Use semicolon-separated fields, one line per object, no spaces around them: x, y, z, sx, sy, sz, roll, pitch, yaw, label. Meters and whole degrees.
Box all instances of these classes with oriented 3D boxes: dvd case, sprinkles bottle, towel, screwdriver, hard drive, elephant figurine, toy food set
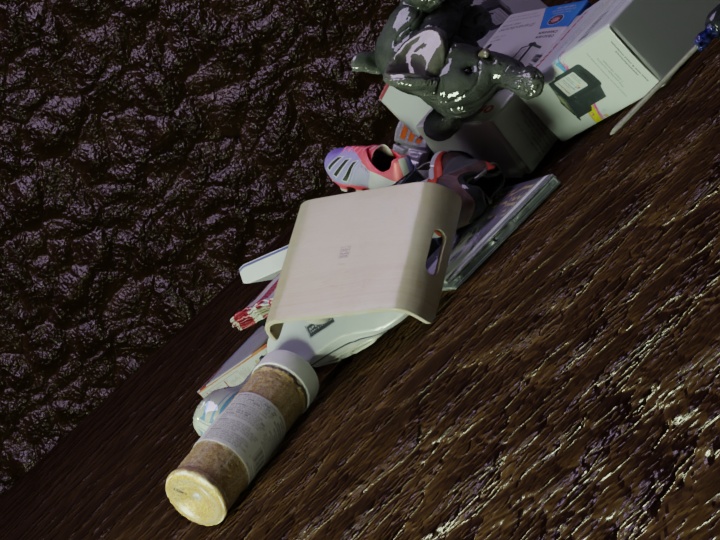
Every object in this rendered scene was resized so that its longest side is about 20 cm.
0.118;-0.035;1.510;0.149;0.016;0.200;-45;7;-9;dvd case
-0.113;0.161;1.463;0.068;0.068;0.200;-38;10;43;sprinkles bottle
-0.070;-0.001;1.657;0.144;0.023;0.200;-47;8;-24;towel
0.299;-0.192;1.362;0.200;0.028;0.029;-48;36;-13;screwdriver
-0.045;-0.023;1.910;0.132;0.025;0.200;-22;-7;32;hard drive
0.090;-0.210;1.581;0.200;0.141;0.155;-101;28;-47;elephant figurine
0.002;-0.004;1.463;0.199;0.060;0.144;-7;55;37;toy food set

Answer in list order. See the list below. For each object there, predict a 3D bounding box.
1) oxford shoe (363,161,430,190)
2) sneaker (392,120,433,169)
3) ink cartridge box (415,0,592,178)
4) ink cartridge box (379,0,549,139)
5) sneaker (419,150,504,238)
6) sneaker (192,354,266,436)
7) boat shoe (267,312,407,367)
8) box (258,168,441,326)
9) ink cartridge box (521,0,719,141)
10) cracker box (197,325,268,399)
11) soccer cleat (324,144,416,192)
0.036;-0.102;1.901;0.200;0.058;0.075;-17;11;-42;oxford shoe
0.075;-0.114;2.037;0.112;0.077;0.201;22;-87;-61;sneaker
0.179;-0.202;1.681;0.200;0.084;0.146;-50;26;-22;ink cartridge box
0.137;-0.264;1.849;0.200;0.083;0.145;-28;-24;-44;ink cartridge box
0.116;-0.083;1.555;0.082;0.077;0.200;-14;16;16;sneaker
-0.106;0.142;1.613;0.200;0.072;0.072;-33;-35;-58;sneaker
-0.005;0.050;1.534;0.200;0.072;0.066;-36;-21;28;boat shoe
0.000;0.000;1.692;0.200;0.086;0.164;-49;8;-31;box
0.268;-0.231;1.525;0.146;0.083;0.200;-48;8;-23;ink cartridge box
-0.103;0.099;1.823;0.134;0.058;0.200;-47;8;-36;cracker box
0.015;-0.129;1.816;0.066;0.077;0.200;-23;29;-20;soccer cleat
